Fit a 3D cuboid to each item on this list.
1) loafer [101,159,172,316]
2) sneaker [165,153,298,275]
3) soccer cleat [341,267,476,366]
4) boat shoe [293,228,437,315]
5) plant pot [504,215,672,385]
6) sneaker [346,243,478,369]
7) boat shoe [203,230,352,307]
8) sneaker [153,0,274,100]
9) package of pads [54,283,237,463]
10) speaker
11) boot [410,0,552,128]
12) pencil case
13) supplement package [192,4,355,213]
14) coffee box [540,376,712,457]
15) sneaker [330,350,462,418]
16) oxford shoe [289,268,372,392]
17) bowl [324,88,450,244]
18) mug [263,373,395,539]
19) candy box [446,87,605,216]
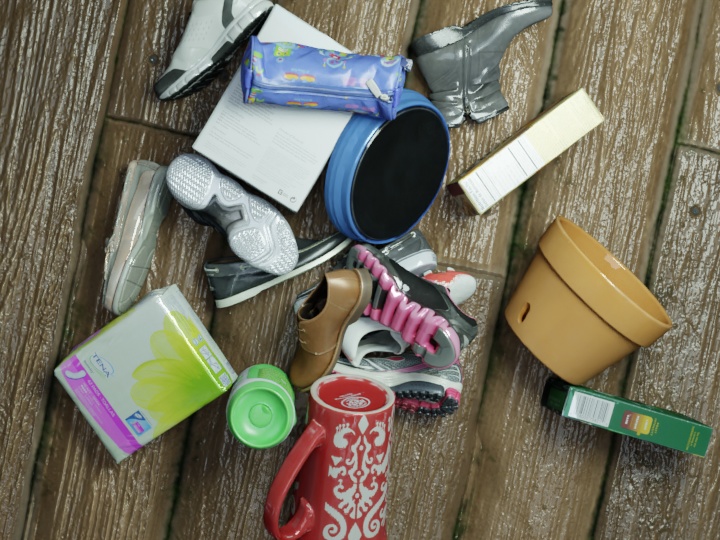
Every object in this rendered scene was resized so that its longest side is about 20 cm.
[{"bbox_3d":[-0.298,-0.044,1.571,0.062,0.072,0.203,18,85,12],"label":"loafer"},{"bbox_3d":[-0.159,-0.069,1.549,0.199,0.114,0.076,40,85,-2],"label":"sneaker"},{"bbox_3d":[0.063,0.063,1.576,0.197,0.086,0.069,-19,137,-3],"label":"soccer cleat"},{"bbox_3d":[0.000,0.000,1.591,0.198,0.070,0.067,-23,73,2],"label":"boat shoe"},{"bbox_3d":[0.278,0.050,1.554,0.200,0.200,0.140,40,105,-4],"label":"plant pot"},{"bbox_3d":[0.067,0.035,1.525,0.200,0.079,0.095,44,45,18],"label":"sneaker"},{"bbox_3d":[-0.106,-0.017,1.577,0.198,0.072,0.068,-22,94,0],"label":"boat shoe"},{"bbox_3d":[-0.196,-0.294,1.544,0.199,0.074,0.080,-40,88,22],"label":"sneaker"},{"bbox_3d":[-0.274,0.127,1.545,0.199,0.068,0.155,-33,95,19],"label":"package of pads"},{"bbox_3d":[-0.123,0.167,1.517,0.087,0.200,0.090,0,92,-4],"label":"speaker"},{"bbox_3d":[0.173,-0.269,1.596,0.197,0.070,0.133,-20,96,8],"label":"boot"},{"bbox_3d":[-0.042,-0.222,1.416,0.197,0.087,0.079,6,112,-3],"label":"pencil case"},{"bbox_3d":[-0.093,-0.197,1.531,0.151,0.151,0.202,31,90,-4],"label":"supplement package"},{"bbox_3d":[0.345,0.190,1.589,0.197,0.123,0.045,16,90,-6],"label":"coffee box"},{"bbox_3d":[0.036,0.140,1.597,0.197,0.081,0.075,8,55,6],"label":"sneaker"},{"bbox_3d":[-0.057,0.073,1.530,0.070,0.072,0.202,4,128,-30],"label":"oxford shoe"},{"bbox_3d":[0.039,-0.126,1.529,0.039,0.200,0.202,30,89,36],"label":"bowl"},{"bbox_3d":[-0.027,0.250,1.511,0.132,0.177,0.203,14,112,17],"label":"mug"},{"bbox_3d":[0.209,-0.150,1.570,0.199,0.115,0.056,-38,93,-2],"label":"candy box"}]
